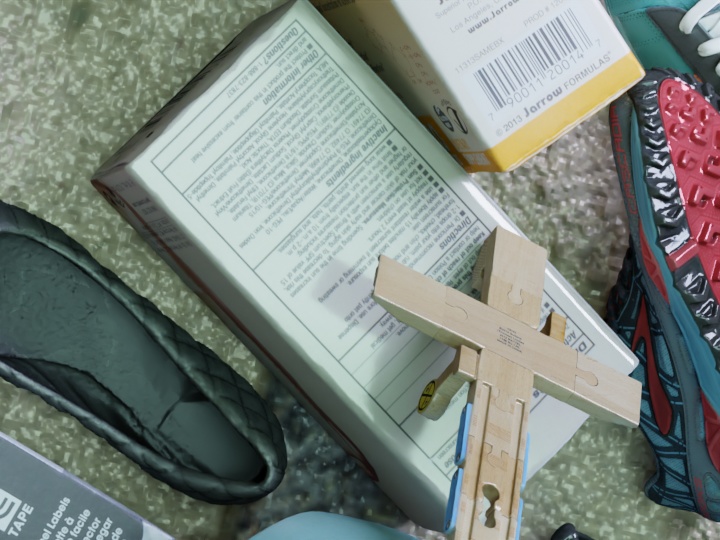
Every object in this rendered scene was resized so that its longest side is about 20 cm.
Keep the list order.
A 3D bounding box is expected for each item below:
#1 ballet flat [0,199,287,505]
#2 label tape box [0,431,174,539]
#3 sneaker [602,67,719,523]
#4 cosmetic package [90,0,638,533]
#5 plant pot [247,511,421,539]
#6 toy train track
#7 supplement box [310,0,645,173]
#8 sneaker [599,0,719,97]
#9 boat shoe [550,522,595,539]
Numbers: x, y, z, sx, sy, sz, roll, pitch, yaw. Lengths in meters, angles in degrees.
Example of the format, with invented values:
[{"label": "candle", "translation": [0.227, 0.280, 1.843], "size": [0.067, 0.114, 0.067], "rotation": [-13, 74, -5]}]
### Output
[{"label": "ballet flat", "translation": [-0.110, 0.025, 1.154], "size": [0.200, 0.057, 0.067], "rotation": [32, 82, -12]}, {"label": "label tape box", "translation": [-0.194, 0.114, 1.129], "size": [0.200, 0.066, 0.144], "rotation": [32, 82, -12]}, {"label": "sneaker", "translation": [0.124, 0.017, 1.189], "size": [0.079, 0.095, 0.201], "rotation": [-29, 108, -44]}, {"label": "cosmetic package", "translation": [0.000, 0.000, 1.166], "size": [0.103, 0.087, 0.200], "rotation": [-44, 99, -13]}, {"label": "plant pot", "translation": [-0.005, 0.187, 1.064], "size": [0.201, 0.201, 0.161], "rotation": [-43, 72, -10]}, {"label": "toy train track", "translation": [0.043, 0.063, 1.066], "size": [0.115, 0.033, 0.200], "rotation": [26, 40, -14]}, {"label": "supplement box", "translation": [0.014, -0.137, 1.150], "size": [0.073, 0.126, 0.200], "rotation": [-35, 97, -10]}, {"label": "sneaker", "translation": [0.175, -0.068, 1.210], "size": [0.071, 0.080, 0.200], "rotation": [-39, 98, -16]}, {"label": "boat shoe", "translation": [0.161, 0.161, 1.214], "size": [0.200, 0.072, 0.068], "rotation": [19, 90, -12]}]
